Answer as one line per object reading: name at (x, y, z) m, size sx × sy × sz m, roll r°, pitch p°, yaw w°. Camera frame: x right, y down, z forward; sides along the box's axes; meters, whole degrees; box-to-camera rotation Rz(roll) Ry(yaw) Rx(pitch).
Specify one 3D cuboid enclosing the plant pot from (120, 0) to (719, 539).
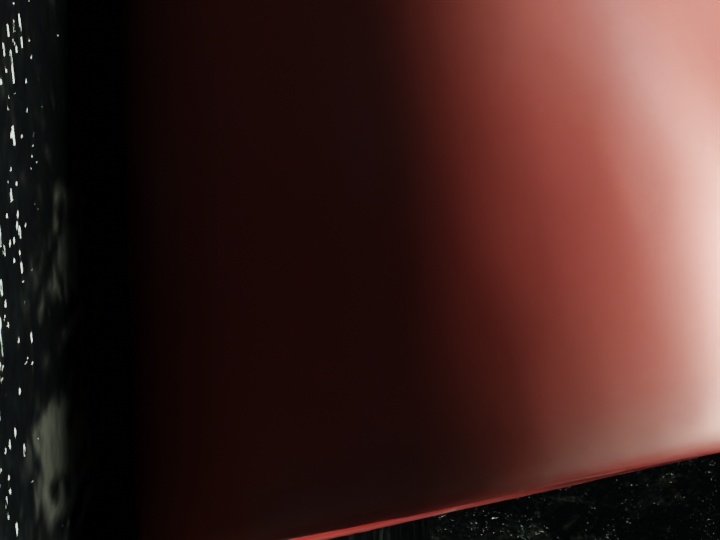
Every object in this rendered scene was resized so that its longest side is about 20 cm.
plant pot at (0.022, -0.026, 0.545) m, size 0.200 × 0.199 × 0.178 m, roll 60°, pitch 19°, yaw -83°
